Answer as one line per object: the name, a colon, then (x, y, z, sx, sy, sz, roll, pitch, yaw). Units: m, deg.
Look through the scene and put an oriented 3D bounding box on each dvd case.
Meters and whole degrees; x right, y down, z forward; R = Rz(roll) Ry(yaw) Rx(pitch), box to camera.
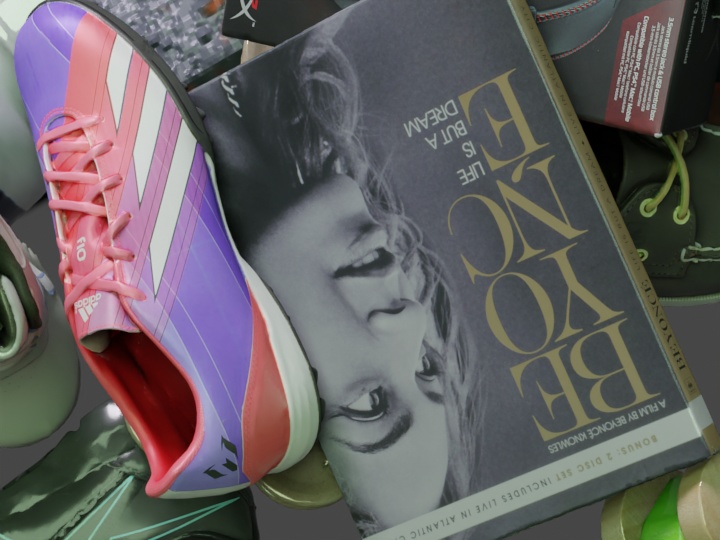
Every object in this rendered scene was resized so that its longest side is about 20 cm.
dvd case: (0.028, 0.000, 0.941, 0.148, 0.016, 0.201, -25, 89, 30)

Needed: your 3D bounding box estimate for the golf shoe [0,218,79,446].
golf shoe: (-0.150, 0.017, 0.964, 0.078, 0.200, 0.097, -35, 48, -7)

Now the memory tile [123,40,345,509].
memory tile: (0.000, 0.000, 1.020, 0.152, 0.017, 0.201, 18, 72, -2)

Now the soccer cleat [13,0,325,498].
soccer cleat: (-0.086, -0.010, 0.956, 0.068, 0.073, 0.201, -34, 80, 45)

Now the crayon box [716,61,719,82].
crayon box: (0.227, -0.137, 1.019, 0.198, 0.052, 0.127, 3, 79, 11)

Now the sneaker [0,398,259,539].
sneaker: (-0.131, 0.123, 1.016, 0.199, 0.075, 0.080, -33, 77, 2)

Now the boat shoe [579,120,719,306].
boat shoe: (0.094, -0.030, 0.997, 0.200, 0.061, 0.072, 2, 72, -5)

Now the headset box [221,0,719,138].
headset box: (0.061, -0.140, 0.957, 0.199, 0.075, 0.150, 15, 103, 19)

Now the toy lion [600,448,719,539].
toy lion: (0.134, 0.193, 0.914, 0.192, 0.069, 0.200, 45, 57, -13)

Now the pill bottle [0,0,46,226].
pill bottle: (-0.196, -0.045, 1.044, 0.200, 0.111, 0.111, -41, 75, 0)
